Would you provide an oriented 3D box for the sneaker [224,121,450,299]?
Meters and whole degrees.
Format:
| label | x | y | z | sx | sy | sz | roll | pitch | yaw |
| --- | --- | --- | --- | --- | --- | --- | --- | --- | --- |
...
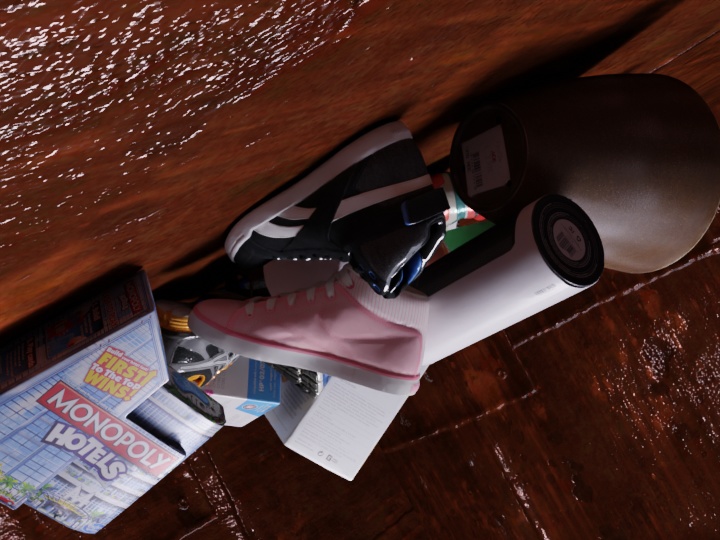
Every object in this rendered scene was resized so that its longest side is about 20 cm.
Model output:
| label | x | y | z | sx | sy | sz | roll | pitch | yaw |
| --- | --- | --- | --- | --- | --- | --- | --- | --- | --- |
| sneaker | -0.019 | -0.017 | 0.774 | 0.200 | 0.112 | 0.073 | -33 | 173 | 39 |

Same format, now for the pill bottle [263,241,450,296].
| label | x | y | z | sx | sy | sz | roll | pitch | yaw |
| --- | --- | --- | --- | --- | --- | --- | --- | --- | --- |
| pill bottle | 0.000 | 0.000 | 0.976 | 0.112 | 0.112 | 0.200 | -31 | 161 | 27 |

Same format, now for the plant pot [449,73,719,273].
| label | x | y | z | sx | sy | sz | roll | pitch | yaw |
| --- | --- | --- | --- | --- | --- | --- | --- | --- | --- |
| plant pot | 0.182 | -0.091 | 0.895 | 0.200 | 0.187 | 0.187 | 0 | 158 | -37 |

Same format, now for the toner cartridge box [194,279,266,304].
| label | x | y | z | sx | sy | sz | roll | pitch | yaw |
| --- | --- | --- | --- | --- | --- | --- | --- | --- | --- |
| toner cartridge box | -0.177 | 0.067 | 1.181 | 0.095 | 0.043 | 0.200 | -22 | 173 | -38 |

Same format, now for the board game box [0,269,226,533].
| label | x | y | z | sx | sy | sz | roll | pitch | yaw |
| --- | --- | --- | --- | --- | --- | --- | --- | --- | --- |
| board game box | -0.202 | 0.105 | 0.789 | 0.200 | 0.200 | 0.062 | -40 | -143 | 8 |

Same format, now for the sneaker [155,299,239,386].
| label | x | y | z | sx | sy | sz | roll | pitch | yaw |
| --- | --- | --- | --- | --- | --- | --- | --- | --- | --- |
| sneaker | -0.155 | 0.074 | 0.984 | 0.078 | 0.077 | 0.200 | 13 | 178 | 16 |

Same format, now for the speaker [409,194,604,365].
| label | x | y | z | sx | sy | sz | roll | pitch | yaw |
| --- | --- | --- | --- | --- | --- | --- | --- | --- | --- |
| speaker | 0.104 | 0.014 | 0.850 | 0.081 | 0.081 | 0.200 | -25 | 175 | -42 |

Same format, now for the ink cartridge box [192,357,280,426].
| label | x | y | z | sx | sy | sz | roll | pitch | yaw |
| --- | --- | --- | --- | --- | --- | --- | --- | --- | --- |
| ink cartridge box | -0.199 | 0.115 | 1.100 | 0.200 | 0.068 | 0.115 | 12 | 154 | -26 |

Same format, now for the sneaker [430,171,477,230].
| label | x | y | z | sx | sy | sz | roll | pitch | yaw |
| --- | --- | --- | --- | --- | --- | --- | --- | --- | --- |
| sneaker | 0.065 | -0.067 | 1.129 | 0.093 | 0.070 | 0.200 | -10 | 175 | -8 |

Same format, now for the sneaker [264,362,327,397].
| label | x | y | z | sx | sy | sz | roll | pitch | yaw |
| --- | --- | --- | --- | --- | --- | --- | --- | --- | --- |
| sneaker | -0.049 | 0.072 | 1.012 | 0.089 | 0.079 | 0.200 | -54 | 178 | -7 |

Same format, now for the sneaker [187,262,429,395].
| label | x | y | z | sx | sy | sz | roll | pitch | yaw |
| --- | --- | --- | --- | --- | --- | --- | --- | --- | --- |
| sneaker | -0.037 | 0.029 | 0.842 | 0.200 | 0.105 | 0.075 | 15 | -170 | 2 |

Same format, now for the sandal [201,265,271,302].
| label | x | y | z | sx | sy | sz | roll | pitch | yaw |
| --- | --- | --- | --- | --- | --- | --- | --- | --- | --- |
| sandal | -0.097 | 0.020 | 1.003 | 0.082 | 0.055 | 0.200 | 12 | -176 | 13 |

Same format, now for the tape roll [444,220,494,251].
| label | x | y | z | sx | sy | sz | roll | pitch | yaw |
| --- | --- | --- | --- | --- | --- | --- | --- | --- | --- |
| tape roll | 0.145 | -0.010 | 1.160 | 0.200 | 0.048 | 0.200 | -10 | 167 | -2 |

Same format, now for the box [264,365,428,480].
| label | x | y | z | sx | sy | sz | roll | pitch | yaw |
| --- | --- | --- | --- | --- | --- | --- | --- | --- | --- |
| box | -0.011 | 0.115 | 1.162 | 0.200 | 0.097 | 0.124 | -56 | -157 | 1 |

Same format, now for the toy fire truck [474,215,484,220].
| label | x | y | z | sx | sy | sz | roll | pitch | yaw |
| --- | --- | --- | --- | --- | --- | --- | --- | --- | --- |
| toy fire truck | 0.215 | -0.089 | 1.220 | 0.200 | 0.141 | 0.049 | -27 | 175 | -30 |
